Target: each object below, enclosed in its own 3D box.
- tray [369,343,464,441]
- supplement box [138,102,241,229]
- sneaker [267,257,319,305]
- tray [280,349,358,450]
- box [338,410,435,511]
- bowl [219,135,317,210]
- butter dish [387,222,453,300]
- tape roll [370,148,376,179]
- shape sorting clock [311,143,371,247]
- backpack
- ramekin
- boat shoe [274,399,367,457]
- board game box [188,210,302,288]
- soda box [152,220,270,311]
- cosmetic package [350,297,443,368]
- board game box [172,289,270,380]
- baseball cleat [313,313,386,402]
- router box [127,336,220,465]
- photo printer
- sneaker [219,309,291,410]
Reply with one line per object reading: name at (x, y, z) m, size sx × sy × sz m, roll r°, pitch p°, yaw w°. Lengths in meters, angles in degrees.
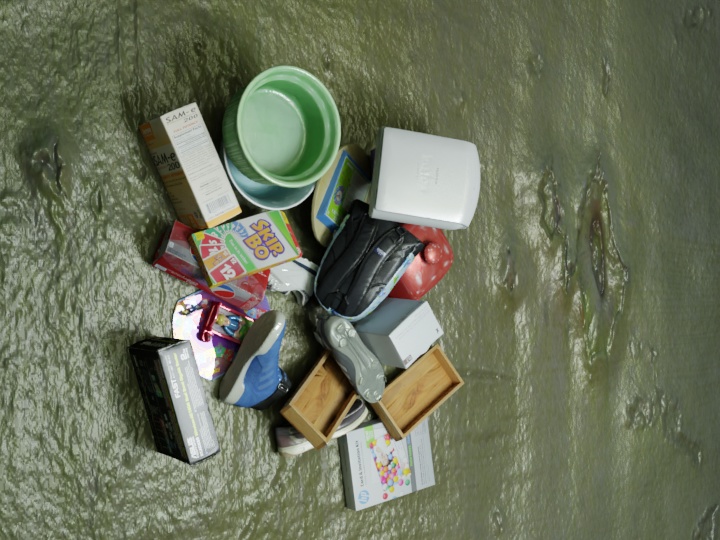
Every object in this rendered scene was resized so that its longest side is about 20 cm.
tray at (0.114, 0.246, 1.875) m, size 0.199 × 0.037 × 0.099 m, roll -35°, pitch 90°, yaw -34°
supplement box at (-0.295, -0.175, 1.592) m, size 0.073 × 0.125 × 0.203 m, roll -28°, pitch 104°, yaw -27°
sneaker at (-0.162, -0.006, 1.709) m, size 0.198 × 0.076 × 0.082 m, roll 28°, pitch 83°, yaw -28°
tray at (-0.064, 0.230, 1.722) m, size 0.099 × 0.037 × 0.200 m, roll 46°, pitch 37°, yaw -6°
box at (0.054, 0.377, 1.860) m, size 0.197 × 0.041 × 0.159 m, roll -9°, pitch 93°, yaw -31°
bowl at (-0.177, -0.207, 1.679) m, size 0.198 × 0.104 × 0.205 m, roll 1°, pitch 88°, yaw -32°
butter dish at (0.108, -0.032, 1.836) m, size 0.199 × 0.147 × 0.201 m, roll -44°, pitch 111°, yaw -26°
tape roll at (0.119, -0.209, 1.812) m, size 0.197 × 0.199 × 0.067 m, roll -6°, pitch 93°, yaw -32°
shape sorting clock at (-0.038, -0.142, 1.763) m, size 0.200 × 0.039 × 0.203 m, roll -41°, pitch 138°, yaw -51°
backpack at (0.000, 0.000, 1.727) m, size 0.161 × 0.154 × 0.202 m, roll 31°, pitch 75°, yaw 4°
ramekin at (-0.141, -0.240, 1.584) m, size 0.197 × 0.097 × 0.204 m, roll 1°, pitch 89°, yaw -32°
boat shoe at (-0.074, 0.287, 1.761) m, size 0.197 × 0.072 × 0.066 m, roll -23°, pitch 106°, yaw -25°
board game box at (-0.195, -0.043, 1.623) m, size 0.198 × 0.030 × 0.097 m, roll -20°, pitch 80°, yaw -37°
soda box at (-0.260, -0.005, 1.628) m, size 0.198 × 0.063 × 0.071 m, roll 29°, pitch 52°, yaw -24°
cosmetic package at (0.050, 0.115, 1.764) m, size 0.113 × 0.199 × 0.082 m, roll -41°, pitch 111°, yaw -28°
board game box at (-0.239, 0.102, 1.673) m, size 0.198 × 0.039 × 0.161 m, roll -26°, pitch 103°, yaw -29°
baseball cleat at (-0.021, 0.157, 1.736) m, size 0.069 × 0.106 × 0.202 m, roll -37°, pitch 119°, yaw -22°
router box at (-0.315, 0.215, 1.560) m, size 0.061 × 0.149 × 0.204 m, roll -19°, pitch 100°, yaw -31°
photo printer at (0.120, -0.163, 1.670) m, size 0.196 × 0.069 × 0.170 m, roll 9°, pitch 81°, yaw -10°
sneaker at (-0.163, 0.167, 1.671) m, size 0.110 × 0.077 × 0.202 m, roll 22°, pitch 107°, yaw -32°
